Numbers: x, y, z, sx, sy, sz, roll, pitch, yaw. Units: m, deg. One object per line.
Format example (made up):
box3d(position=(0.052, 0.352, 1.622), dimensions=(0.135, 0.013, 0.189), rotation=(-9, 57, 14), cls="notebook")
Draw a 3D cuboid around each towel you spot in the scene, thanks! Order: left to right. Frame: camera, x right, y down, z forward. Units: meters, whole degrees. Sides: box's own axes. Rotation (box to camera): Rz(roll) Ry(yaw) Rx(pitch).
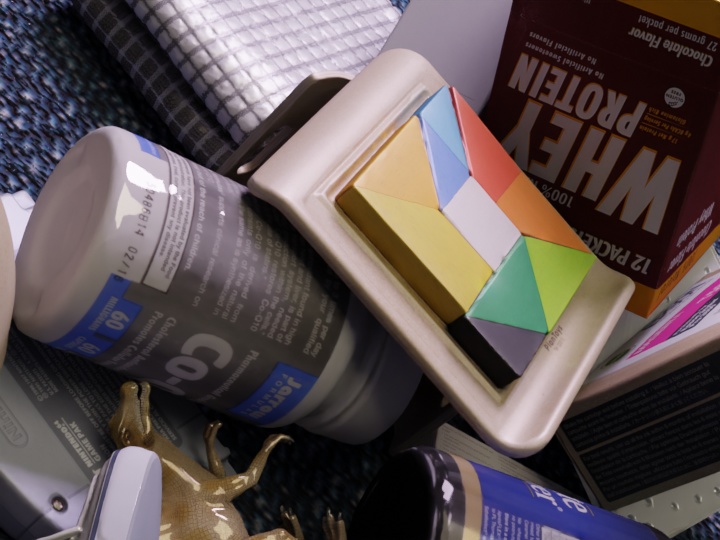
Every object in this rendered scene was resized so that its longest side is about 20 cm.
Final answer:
box3d(position=(-0.073, -0.156, 1.066), dimensions=(0.166, 0.086, 0.200), rotation=(51, 39, 9), cls="towel")

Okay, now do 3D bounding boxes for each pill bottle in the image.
box3d(position=(-0.068, 0.015, 0.852), dimensions=(0.200, 0.114, 0.114), rotation=(25, 45, -29), cls="pill bottle")
box3d(position=(0.097, 0.170, 0.832), dimensions=(0.199, 0.112, 0.112), rotation=(22, 46, -19), cls="pill bottle")

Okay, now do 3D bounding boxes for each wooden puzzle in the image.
box3d(position=(0.054, -0.020, 0.877), dimensions=(0.200, 0.037, 0.185), rotation=(45, 39, -3), cls="wooden puzzle")

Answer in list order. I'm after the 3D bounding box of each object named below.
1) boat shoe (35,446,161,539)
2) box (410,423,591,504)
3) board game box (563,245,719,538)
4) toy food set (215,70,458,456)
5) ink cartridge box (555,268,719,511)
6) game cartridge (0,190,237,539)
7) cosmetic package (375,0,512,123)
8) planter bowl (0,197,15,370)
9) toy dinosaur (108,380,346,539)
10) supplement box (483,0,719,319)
box3d(position=(-0.148, 0.169, 0.736), dimensions=(0.086, 0.075, 0.203), rotation=(8, 64, 7), cls="boat shoe")
box3d(position=(0.114, 0.157, 1.010), dimensions=(0.200, 0.039, 0.042), rotation=(29, 43, -21), cls="box")
box3d(position=(0.183, 0.062, 1.056), dimensions=(0.200, 0.026, 0.201), rotation=(-19, 81, -39), cls="board game box")
box3d(position=(0.000, 0.000, 0.953), dimensions=(0.200, 0.143, 0.060), rotation=(50, 38, 2), cls="toy food set")
box3d(position=(0.229, 0.045, 0.972), dimensions=(0.200, 0.165, 0.075), rotation=(-35, 92, -40), cls="ink cartridge box")
box3d(position=(-0.164, 0.059, 0.845), dimensions=(0.200, 0.040, 0.133), rotation=(53, 36, 6), cls="game cartridge")
box3d(position=(0.059, -0.110, 1.039), dimensions=(0.090, 0.200, 0.107), rotation=(30, -8, 20), cls="cosmetic package")
box3d(position=(-0.241, -0.014, 0.725), dimensions=(0.200, 0.135, 0.201), rotation=(13, 56, -20), cls="planter bowl")
box3d(position=(-0.062, 0.145, 0.823), dimensions=(0.101, 0.058, 0.200), rotation=(-19, 75, -35), cls="toy dinosaur")
box3d(position=(0.178, -0.116, 1.009), dimensions=(0.132, 0.201, 0.197), rotation=(25, 34, 20), cls="supplement box")
